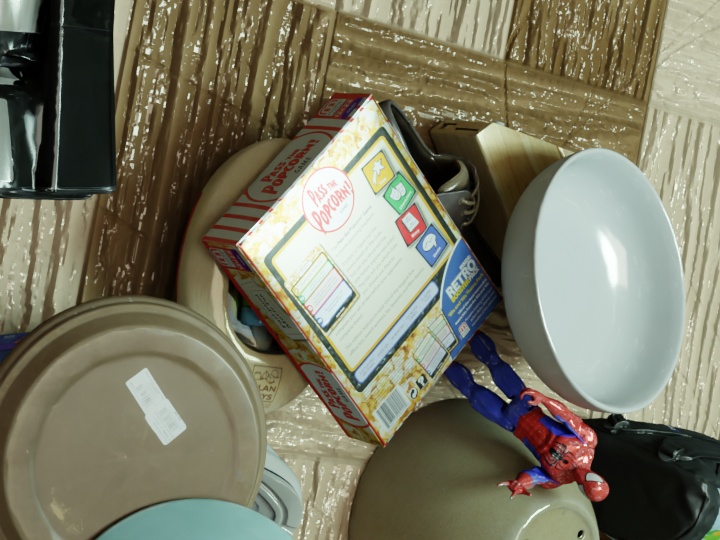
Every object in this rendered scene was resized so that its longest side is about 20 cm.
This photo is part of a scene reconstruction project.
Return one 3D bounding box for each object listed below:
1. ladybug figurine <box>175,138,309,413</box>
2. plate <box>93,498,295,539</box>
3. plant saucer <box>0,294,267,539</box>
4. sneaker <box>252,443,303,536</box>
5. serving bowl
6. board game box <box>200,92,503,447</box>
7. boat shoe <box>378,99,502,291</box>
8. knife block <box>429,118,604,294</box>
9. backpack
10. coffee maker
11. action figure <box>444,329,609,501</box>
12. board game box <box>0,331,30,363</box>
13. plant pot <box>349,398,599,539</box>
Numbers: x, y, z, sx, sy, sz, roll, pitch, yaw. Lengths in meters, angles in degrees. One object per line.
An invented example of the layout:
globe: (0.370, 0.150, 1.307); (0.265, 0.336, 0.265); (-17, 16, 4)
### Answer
ladybug figurine: (-0.076, 0.005, 1.179); (0.135, 0.072, 0.201); (10, 90, -36)
plate: (-0.105, 0.245, 1.040); (0.199, 0.026, 0.202); (-1, 92, -24)
plant saucer: (-0.146, 0.116, 1.042); (0.199, 0.029, 0.202); (-4, 98, -27)
sneaker: (-0.124, 0.117, 1.167); (0.200, 0.081, 0.076); (42, 106, -13)
serving bowl: (0.168, 0.011, 1.260); (0.199, 0.066, 0.202); (12, 73, -46)
board game box: (0.000, 0.000, 1.160); (0.152, 0.046, 0.200); (-49, 123, -24)
boat shoe: (0.055, -0.049, 1.246); (0.200, 0.073, 0.075); (43, 31, -31)
knife block: (0.132, -0.014, 1.325); (0.199, 0.064, 0.177); (16, 86, -35)
backpack: (0.286, 0.201, 1.416); (0.199, 0.163, 0.155); (-2, 106, -41)
coffee maker: (-0.203, -0.145, 1.036); (0.191, 0.134, 0.202); (-2, 98, -35)
action figure: (0.103, 0.100, 1.228); (0.065, 0.200, 0.099); (-52, 158, 12)
board game box: (-0.167, 0.138, 1.108); (0.133, 0.045, 0.201); (-5, 102, 4)
plant pot: (0.109, 0.210, 1.296); (0.199, 0.134, 0.202); (-4, 98, -34)
